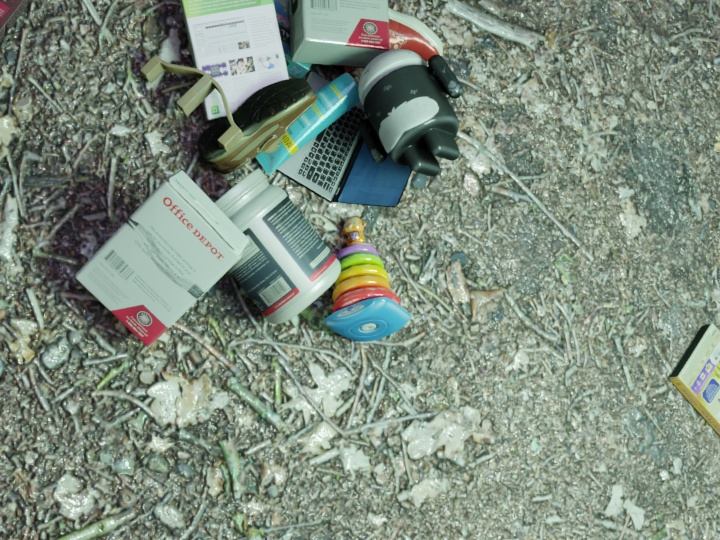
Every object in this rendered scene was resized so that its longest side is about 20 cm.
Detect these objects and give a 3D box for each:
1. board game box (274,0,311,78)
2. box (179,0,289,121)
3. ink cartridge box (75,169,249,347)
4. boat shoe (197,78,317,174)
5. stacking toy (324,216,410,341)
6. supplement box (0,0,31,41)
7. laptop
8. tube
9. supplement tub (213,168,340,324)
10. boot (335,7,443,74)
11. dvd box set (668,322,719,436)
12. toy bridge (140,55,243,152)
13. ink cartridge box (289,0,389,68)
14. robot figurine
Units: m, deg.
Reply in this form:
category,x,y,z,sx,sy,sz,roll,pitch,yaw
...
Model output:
category,x,y,z,sx,sy,sz,roll,pitch,yaw
board game box,-0.119,-0.440,1.589,0.150,0.047,0.202,28,69,-17
box,-0.192,-0.345,1.505,0.142,0.036,0.203,-13,99,-15
ink cartridge box,-0.273,-0.018,1.350,0.200,0.083,0.145,-42,99,16
boat shoe,-0.154,-0.220,1.488,0.199,0.074,0.076,-31,49,2
stacking toy,0.000,0.000,1.527,0.110,0.115,0.202,36,40,-53
supplement box,-0.545,-0.383,1.376,0.108,0.061,0.201,34,68,-15
laptop,-0.014,-0.214,1.551,0.199,0.116,0.189,29,68,-16
tube,-0.089,-0.237,1.538,0.199,0.050,0.078,-37,71,-7
supplement tub,-0.136,-0.035,1.443,0.140,0.140,0.201,-41,97,-26
boot,0.034,-0.369,1.633,0.198,0.072,0.146,25,70,-9
dvd box set,0.684,0.220,1.822,0.200,0.029,0.147,46,65,-9
toy bridge,-0.246,-0.264,1.453,0.200,0.027,0.067,42,82,17
ink cartridge box,-0.037,-0.437,1.540,0.143,0.083,0.203,1,78,-19
robot figurine,0.076,-0.243,1.487,0.149,0.125,0.202,-23,69,-10
